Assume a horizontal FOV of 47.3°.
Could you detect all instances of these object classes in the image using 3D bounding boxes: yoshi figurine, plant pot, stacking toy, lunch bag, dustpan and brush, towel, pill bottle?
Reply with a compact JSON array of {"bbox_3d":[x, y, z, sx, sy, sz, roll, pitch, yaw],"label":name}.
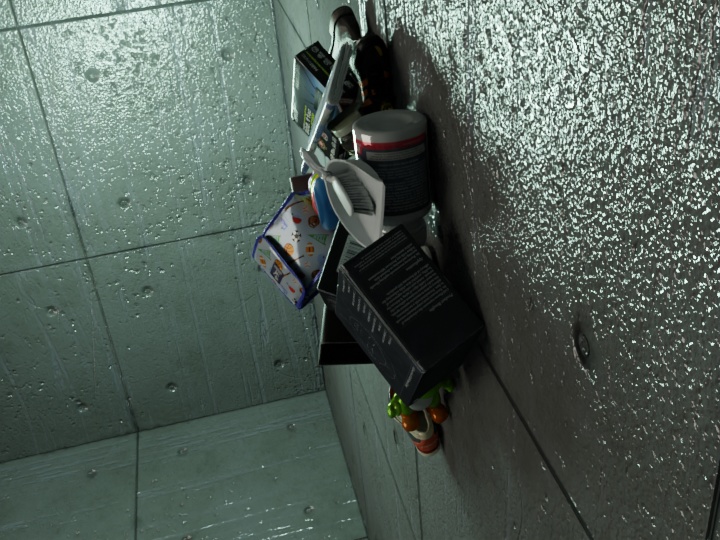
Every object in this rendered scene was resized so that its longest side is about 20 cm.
[{"bbox_3d":[0.103,0.209,1.408,0.113,0.110,0.202,-57,-30,-33],"label":"yoshi figurine"},{"bbox_3d":[0.009,0.084,1.688,0.200,0.195,0.181,104,163,-72],"label":"plant pot"},{"bbox_3d":[-0.068,-0.175,1.705,0.200,0.108,0.118,-130,26,-60],"label":"stacking toy"},{"bbox_3d":[-0.126,-0.041,1.744,0.170,0.201,0.123,47,-156,14],"label":"lunch bag"},{"bbox_3d":[-0.033,-0.134,1.260,0.141,0.056,0.201,94,152,-45],"label":"dustpan and brush"},{"bbox_3d":[-0.059,-0.278,1.427,0.201,0.023,0.149,120,165,-55],"label":"towel"},{"bbox_3d":[0.053,-0.137,1.288,0.120,0.117,0.204,-117,18,-62],"label":"pill bottle"}]

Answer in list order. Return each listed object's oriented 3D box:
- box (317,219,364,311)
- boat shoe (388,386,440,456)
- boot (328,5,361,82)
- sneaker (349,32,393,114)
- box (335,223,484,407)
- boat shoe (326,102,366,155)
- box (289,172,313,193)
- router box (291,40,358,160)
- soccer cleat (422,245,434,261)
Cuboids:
[{"bbox_3d":[0.000,0.000,1.501,0.200,0.105,0.151,76,-148,-78],"label":"box"},{"bbox_3d":[0.102,0.285,1.647,0.063,0.070,0.201,66,175,-35],"label":"boat shoe"},{"bbox_3d":[-0.006,-0.388,1.581,0.201,0.068,0.176,79,168,-57],"label":"boot"},{"bbox_3d":[0.032,-0.315,1.440,0.090,0.069,0.202,54,158,35],"label":"sneaker"},{"bbox_3d":[0.066,0.073,1.243,0.198,0.123,0.201,53,164,16],"label":"box"},{"bbox_3d":[-0.013,-0.238,1.399,0.061,0.071,0.202,51,-170,-16],"label":"boat shoe"},{"bbox_3d":[-0.061,-0.116,1.891,0.166,0.161,0.204,77,-179,-83],"label":"box"},{"bbox_3d":[-0.065,-0.320,1.601,0.150,0.062,0.201,48,158,16],"label":"router box"},{"bbox_3d":[0.077,-0.011,1.448,0.200,0.072,0.070,-170,69,-81],"label":"soccer cleat"}]
